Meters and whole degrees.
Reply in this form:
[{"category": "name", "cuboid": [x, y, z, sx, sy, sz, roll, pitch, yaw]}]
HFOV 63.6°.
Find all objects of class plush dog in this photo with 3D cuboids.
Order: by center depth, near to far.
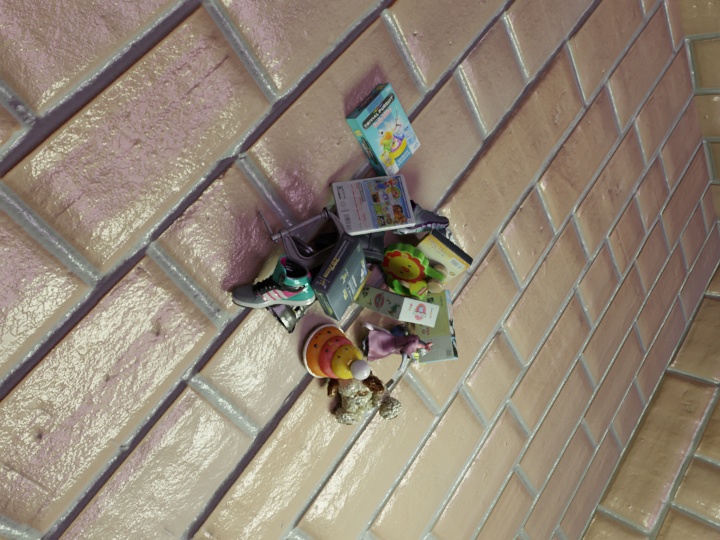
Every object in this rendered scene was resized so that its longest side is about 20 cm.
[{"category": "plush dog", "cuboid": [0.004, 0.325, 1.595, 0.172, 0.197, 0.163, 51, 33, -54]}]

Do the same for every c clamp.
[{"category": "c clamp", "cuboid": [-0.126, -0.093, 1.405, 0.198, 0.027, 0.173, -21, 88, -28]}]

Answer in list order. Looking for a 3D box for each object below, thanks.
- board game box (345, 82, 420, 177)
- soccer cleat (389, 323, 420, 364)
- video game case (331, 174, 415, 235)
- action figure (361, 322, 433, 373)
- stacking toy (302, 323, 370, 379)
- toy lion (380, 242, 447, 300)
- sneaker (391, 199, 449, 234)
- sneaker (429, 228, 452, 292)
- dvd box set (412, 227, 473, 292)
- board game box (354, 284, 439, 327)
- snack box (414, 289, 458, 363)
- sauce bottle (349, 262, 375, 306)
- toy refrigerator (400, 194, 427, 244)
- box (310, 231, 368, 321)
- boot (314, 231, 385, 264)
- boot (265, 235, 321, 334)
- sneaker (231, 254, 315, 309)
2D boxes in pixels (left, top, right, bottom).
[{"category": "board game box", "cuboid": [0.066, -0.372, 1.565, 0.151, 0.047, 0.201, -50, 127, -22]}, {"category": "soccer cleat", "cuboid": [0.139, 0.234, 1.765, 0.083, 0.065, 0.200, -37, 131, 6]}, {"category": "video game case", "cuboid": [0.033, -0.170, 1.506, 0.196, 0.018, 0.146, -9, 74, -14]}, {"category": "action figure", "cuboid": [0.108, 0.209, 1.652, 0.134, 0.196, 0.152, 6, 78, -83]}, {"category": "stacking toy", "cuboid": [-0.042, 0.229, 1.500, 0.144, 0.198, 0.149, -10, 106, -39]}, {"category": "toy lion", "cuboid": [0.133, 0.007, 1.629, 0.190, 0.200, 0.069, 30, 56, -6]}, {"category": "sneaker", "cuboid": [0.170, -0.152, 1.589, 0.198, 0.074, 0.089, -11, 102, -38]}, {"category": "sneaker", "cuboid": [0.207, -0.039, 1.727, 0.129, 0.079, 0.203, 13, 92, -50]}, {"category": "dvd box set", "cuboid": [0.203, -0.025, 1.632, 0.145, 0.200, 0.030, 36, 55, -8]}, {"category": "board game box", "cuboid": [0.093, 0.093, 1.588, 0.146, 0.199, 0.065, 15, 91, -42]}, {"category": "snack box", "cuboid": [0.219, 0.167, 1.719, 0.037, 0.115, 0.204, 14, 68, -56]}, {"category": "sauce bottle", "cuboid": [0.000, 0.000, 1.577, 0.065, 0.064, 0.201, 45, 72, -37]}, {"category": "toy refrigerator", "cuboid": [0.121, -0.163, 1.640, 0.070, 0.075, 0.200, -55, 128, -17]}, {"category": "box", "cuboid": [-0.046, 0.020, 1.432, 0.159, 0.050, 0.201, -58, 161, -17]}, {"category": "boot", "cuboid": [-0.018, -0.117, 1.533, 0.197, 0.076, 0.171, 12, 72, -18]}, {"category": "boot", "cuboid": [-0.168, 0.038, 1.441, 0.173, 0.069, 0.202, -39, 116, -19]}, {"category": "sneaker", "cuboid": [-0.200, 0.023, 1.341, 0.196, 0.084, 0.122, -3, 129, -12]}]
